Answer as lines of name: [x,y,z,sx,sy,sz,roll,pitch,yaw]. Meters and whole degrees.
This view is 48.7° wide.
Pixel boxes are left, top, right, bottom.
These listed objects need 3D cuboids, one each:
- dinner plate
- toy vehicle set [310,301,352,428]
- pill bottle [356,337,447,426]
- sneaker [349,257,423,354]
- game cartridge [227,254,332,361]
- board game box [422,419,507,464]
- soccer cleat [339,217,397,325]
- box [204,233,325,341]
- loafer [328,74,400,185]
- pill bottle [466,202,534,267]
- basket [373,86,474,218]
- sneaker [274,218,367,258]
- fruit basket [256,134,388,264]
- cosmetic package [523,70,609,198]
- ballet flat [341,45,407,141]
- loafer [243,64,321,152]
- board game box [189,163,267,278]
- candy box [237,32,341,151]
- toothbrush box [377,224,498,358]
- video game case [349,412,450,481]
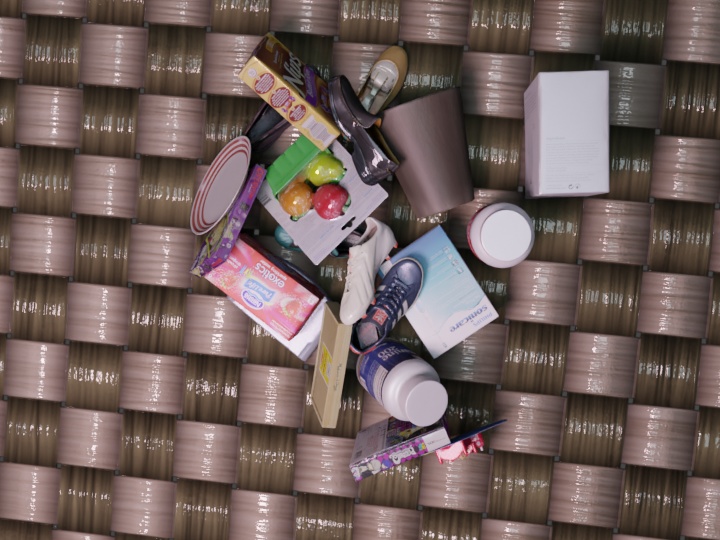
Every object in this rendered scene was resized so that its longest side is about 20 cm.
dinner plate: [-0.252,-0.154,1.465,0.024,0.200,0.202,28,97,-29]
toy vehicle set: [-0.056,0.172,1.470,0.026,0.124,0.203,5,106,-16]
pill bottle: [0.076,0.201,1.430,0.110,0.200,0.113,-6,105,-21]
sneaker: [0.045,0.069,1.414,0.075,0.084,0.201,32,102,5]
game cartridge: [-0.143,0.061,1.534,0.199,0.040,0.134,38,92,1]
board game box: [0.180,0.322,1.436,0.198,0.158,0.039,-16,78,-30]
soccer cleat: [0.000,0.000,1.409,0.077,0.069,0.202,40,62,-32]
box: [-0.174,0.029,1.469,0.199,0.095,0.100,37,96,2]
loafer: [0.008,-0.254,1.394,0.072,0.073,0.202,-21,98,34]
pill bottle: [0.248,-0.063,1.411,0.111,0.200,0.114,0,93,4]
basket: [0.128,-0.209,1.449,0.178,0.136,0.202,-19,96,-2]
sneaker: [-0.068,-0.063,1.495,0.197,0.080,0.072,5,96,5]
fruit basket: [-0.075,-0.141,1.467,0.185,0.094,0.200,-44,76,2]
cosmetic package: [0.357,-0.231,1.392,0.121,0.199,0.203,-2,94,5]
ballet flat: [0.029,-0.328,1.481,0.068,0.063,0.202,29,95,2]
loafer: [-0.148,-0.305,1.496,0.072,0.063,0.200,42,96,3]
board game box: [-0.239,-0.089,1.444,0.032,0.120,0.202,30,61,-19]
candy box: [-0.115,-0.318,1.417,0.199,0.117,0.056,38,123,-18]
toothbrush box: [0.143,0.037,1.482,0.146,0.085,0.201,-35,89,8]
video game case: [0.073,0.303,1.448,0.179,0.200,0.036,-24,93,5]
